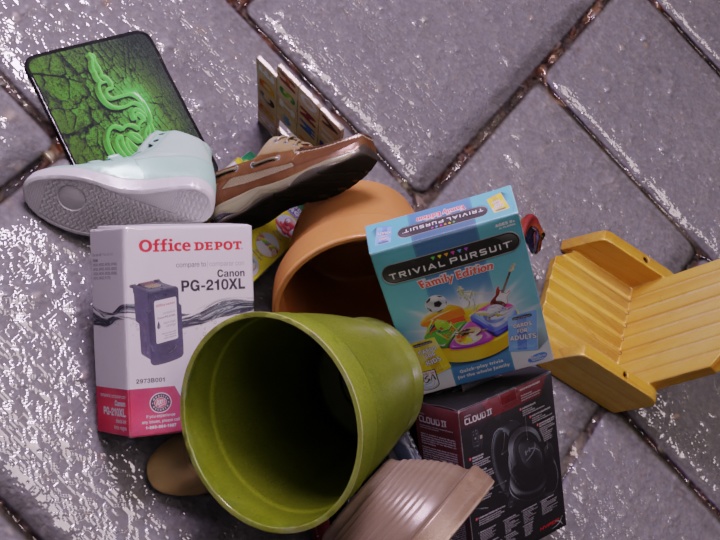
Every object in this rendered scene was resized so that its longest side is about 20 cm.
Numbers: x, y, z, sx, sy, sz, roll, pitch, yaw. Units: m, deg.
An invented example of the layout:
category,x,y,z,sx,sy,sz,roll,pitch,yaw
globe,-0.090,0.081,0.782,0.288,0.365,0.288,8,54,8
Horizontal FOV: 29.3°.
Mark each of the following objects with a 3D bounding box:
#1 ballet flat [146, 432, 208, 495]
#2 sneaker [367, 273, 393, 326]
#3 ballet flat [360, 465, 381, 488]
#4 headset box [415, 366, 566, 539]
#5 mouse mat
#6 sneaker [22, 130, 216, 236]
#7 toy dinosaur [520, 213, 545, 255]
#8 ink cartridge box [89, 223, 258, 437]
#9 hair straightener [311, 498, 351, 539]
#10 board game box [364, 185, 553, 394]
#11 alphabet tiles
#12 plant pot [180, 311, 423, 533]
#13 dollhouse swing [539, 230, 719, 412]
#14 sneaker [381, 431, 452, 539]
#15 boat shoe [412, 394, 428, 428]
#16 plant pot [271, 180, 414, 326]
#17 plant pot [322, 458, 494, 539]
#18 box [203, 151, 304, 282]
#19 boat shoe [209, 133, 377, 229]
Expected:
category,x,y,z,sx,sy,sz,roll,pitch,yaw
ballet flat,-0.121,0.178,1.392,0.198,0.063,0.069,-9,70,-36
sneaker,0.038,0.045,1.579,0.078,0.076,0.202,18,58,12
ballet flat,0.018,0.217,1.475,0.067,0.046,0.201,-31,85,-8
headset box,0.140,0.200,1.485,0.148,0.077,0.203,-18,105,-38
mouse mat,-0.262,-0.169,1.517,0.160,0.008,0.202,-21,77,-33
sneaker,-0.250,-0.099,1.451,0.197,0.075,0.119,1,37,-4
toy dinosaur,0.186,0.018,1.634,0.105,0.199,0.183,35,81,-31
ink cartridge box,-0.183,0.054,1.359,0.143,0.084,0.203,-2,91,-34
hair straightener,-0.001,0.310,1.411,0.076,0.041,0.203,-2,66,-34
board game box,0.102,0.025,1.384,0.149,0.202,0.047,-15,39,6
alphabet tiles,-0.058,-0.151,1.522,0.008,0.200,0.167,-41,79,-14
plant pot,-0.035,0.125,1.315,0.192,0.200,0.202,-14,72,-58
dollhouse swing,0.344,0.041,1.700,0.180,0.176,0.202,31,53,-15
sneaker,0.039,0.245,1.413,0.081,0.070,0.203,-19,86,-4
boat shoe,0.098,0.146,1.535,0.198,0.068,0.085,-8,78,-46
plant pot,0.000,0.000,1.472,0.198,0.201,0.141,21,33,-22
plant pot,0.029,0.245,1.289,0.092,0.202,0.201,40,49,8
box,-0.146,-0.038,1.507,0.117,0.048,0.200,47,52,-2
boat shoe,-0.079,-0.105,1.434,0.075,0.198,0.075,21,51,-63
